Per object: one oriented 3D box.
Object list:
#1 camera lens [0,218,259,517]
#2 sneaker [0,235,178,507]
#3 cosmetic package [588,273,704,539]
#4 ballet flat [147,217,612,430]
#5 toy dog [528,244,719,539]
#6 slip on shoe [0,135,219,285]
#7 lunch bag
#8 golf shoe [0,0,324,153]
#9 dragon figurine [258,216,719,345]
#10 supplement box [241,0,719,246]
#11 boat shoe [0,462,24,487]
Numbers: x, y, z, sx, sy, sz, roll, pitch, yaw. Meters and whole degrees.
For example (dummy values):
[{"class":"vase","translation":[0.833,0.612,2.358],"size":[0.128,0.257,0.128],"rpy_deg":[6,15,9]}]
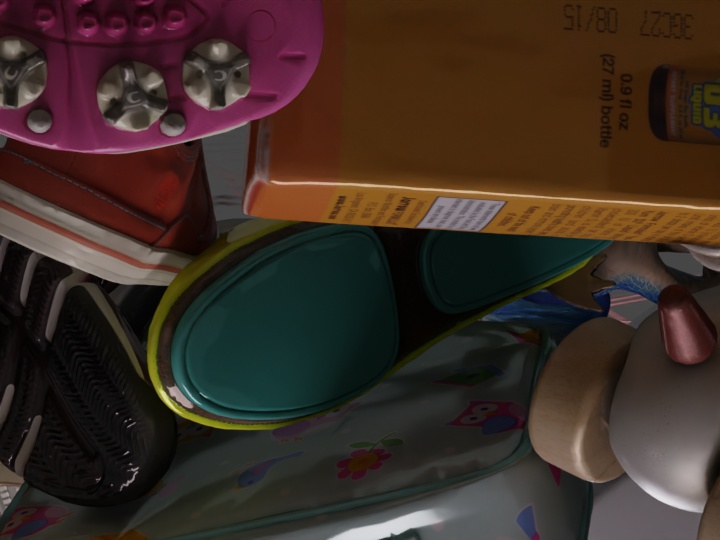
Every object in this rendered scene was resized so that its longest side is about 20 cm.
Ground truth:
[{"class":"camera lens","translation":[-0.070,0.068,1.109],"size":[0.160,0.160,0.200],"rpy_deg":[6,170,-21]},{"class":"sneaker","translation":[-0.098,0.005,0.893],"size":[0.116,0.076,0.200],"rpy_deg":[-3,-145,-45]},{"class":"cosmetic package","translation":[0.150,0.132,1.027],"size":[0.165,0.200,0.165],"rpy_deg":[-35,-170,-2]},{"class":"ballet flat","translation":[0.000,0.000,0.842],"size":[0.200,0.067,0.067],"rpy_deg":[-23,-158,-34]},{"class":"toy dog","translation":[0.133,0.003,0.781],"size":[0.132,0.200,0.096],"rpy_deg":[13,139,19]},{"class":"slip on shoe","translation":[-0.075,-0.035,0.812],"size":[0.074,0.061,0.200],"rpy_deg":[24,-177,2]},{"class":"lunch bag","translation":[-0.024,0.089,0.865],"size":[0.200,0.077,0.160],"rpy_deg":[-14,-163,11]},{"class":"golf shoe","translation":[-0.110,-0.071,0.626],"size":[0.200,0.075,0.092],"rpy_deg":[6,-175,-7]},{"class":"dragon figurine","translation":[0.062,-0.003,0.958],"size":[0.200,0.059,0.099],"rpy_deg":[-2,169,21]},{"class":"supplement box","translation":[0.069,-0.043,0.707],"size":[0.200,0.067,0.069],"rpy_deg":[4,170,-4]},{"class":"boat shoe","translation":[-0.166,0.034,0.938],"size":[0.200,0.065,0.072],"rpy_deg":[12,-171,-23]}]
